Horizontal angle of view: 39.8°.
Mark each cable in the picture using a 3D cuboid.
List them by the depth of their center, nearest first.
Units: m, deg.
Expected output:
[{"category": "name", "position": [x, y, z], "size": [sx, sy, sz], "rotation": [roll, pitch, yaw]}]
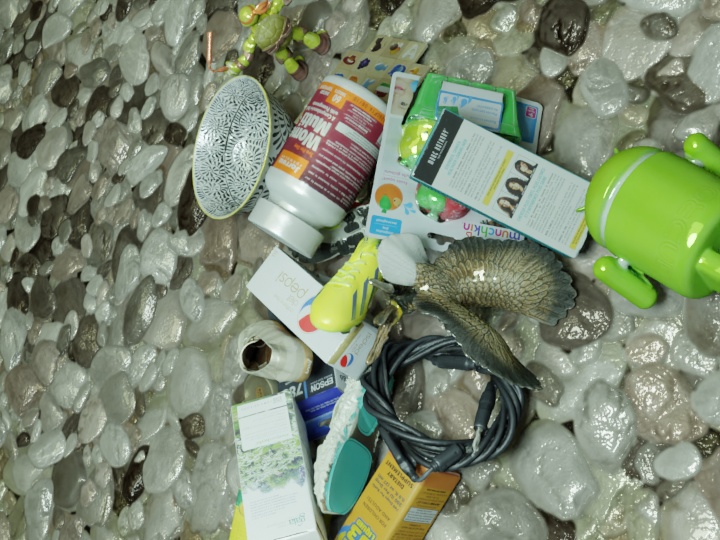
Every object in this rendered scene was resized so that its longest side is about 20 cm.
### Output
[{"category": "cable", "position": [0.087, 0.135, 1.112], "size": [0.163, 0.051, 0.200], "rotation": [-30, 43, -1]}]

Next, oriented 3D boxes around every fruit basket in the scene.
[{"category": "fruit basket", "position": [0.110, -0.119, 1.138], "size": [0.184, 0.094, 0.201], "rotation": [12, 73, -4]}]

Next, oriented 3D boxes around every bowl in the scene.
[{"category": "bowl", "position": [-0.145, -0.163, 1.391], "size": [0.200, 0.094, 0.202], "rotation": [-15, 71, 50]}]

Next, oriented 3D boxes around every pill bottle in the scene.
[{"category": "pill bottle", "position": [-0.046, -0.123, 1.195], "size": [0.109, 0.109, 0.201], "rotation": [28, 86, 41]}]

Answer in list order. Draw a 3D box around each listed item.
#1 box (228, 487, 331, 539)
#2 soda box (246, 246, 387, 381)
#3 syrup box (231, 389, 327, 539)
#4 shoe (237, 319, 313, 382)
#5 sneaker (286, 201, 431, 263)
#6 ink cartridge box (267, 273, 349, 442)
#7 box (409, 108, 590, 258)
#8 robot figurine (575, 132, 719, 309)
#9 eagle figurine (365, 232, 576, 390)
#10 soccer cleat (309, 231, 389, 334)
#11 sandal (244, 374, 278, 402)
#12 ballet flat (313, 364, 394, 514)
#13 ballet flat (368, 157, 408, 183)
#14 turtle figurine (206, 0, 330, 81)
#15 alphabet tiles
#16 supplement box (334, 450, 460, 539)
[{"category": "box", "position": [-0.104, 0.349, 1.215], "size": [0.117, 0.048, 0.201], "rotation": [8, 83, 21]}, {"category": "soda box", "position": [-0.056, 0.050, 1.223], "size": [0.068, 0.064, 0.200], "rotation": [-53, 45, 1]}, {"category": "syrup box", "position": [-0.095, 0.248, 1.169], "size": [0.078, 0.082, 0.201], "rotation": [-16, 47, 0]}, {"category": "shoe", "position": [-0.122, 0.099, 1.264], "size": [0.200, 0.053, 0.070], "rotation": [7, 91, 63]}, {"category": "sneaker", "position": [0.000, -0.062, 1.270], "size": [0.199, 0.085, 0.077], "rotation": [-2, 118, 24]}, {"category": "ink cartridge box", "position": [-0.064, 0.114, 1.288], "size": [0.099, 0.039, 0.201], "rotation": [-27, 61, 30]}, {"category": "box", "position": [0.159, -0.093, 1.081], "size": [0.199, 0.049, 0.083], "rotation": [27, 91, -1]}, {"category": "robot figurine", "position": [0.307, -0.050, 0.982], "size": [0.200, 0.116, 0.176], "rotation": [38, 95, 40]}, {"category": "eagle figurine", "position": [0.117, 0.039, 1.083], "size": [0.199, 0.151, 0.153], "rotation": [6, 95, 36]}, {"category": "soccer cleat", "position": [-0.001, 0.000, 1.138], "size": [0.064, 0.200, 0.084], "rotation": [21, 127, 19]}, {"category": "sandal", "position": [-0.125, 0.222, 1.290], "size": [0.080, 0.054, 0.201], "rotation": [-28, 65, 30]}, {"category": "ballet flat", "position": [-0.015, 0.200, 1.181], "size": [0.071, 0.072, 0.201], "rotation": [-4, 49, 38]}, {"category": "ballet flat", "position": [0.041, -0.131, 1.266], "size": [0.200, 0.068, 0.063], "rotation": [44, 114, 48]}, {"category": "turtle figurine", "position": [-0.112, -0.338, 1.385], "size": [0.064, 0.161, 0.201], "rotation": [39, 101, 39]}, {"category": "alphabet tiles", "position": [0.000, -0.230, 1.316], "size": [0.166, 0.006, 0.200], "rotation": [23, 73, 46]}, {"category": "supplement box", "position": [0.028, 0.294, 1.138], "size": [0.066, 0.069, 0.201], "rotation": [37, 103, 42]}]
